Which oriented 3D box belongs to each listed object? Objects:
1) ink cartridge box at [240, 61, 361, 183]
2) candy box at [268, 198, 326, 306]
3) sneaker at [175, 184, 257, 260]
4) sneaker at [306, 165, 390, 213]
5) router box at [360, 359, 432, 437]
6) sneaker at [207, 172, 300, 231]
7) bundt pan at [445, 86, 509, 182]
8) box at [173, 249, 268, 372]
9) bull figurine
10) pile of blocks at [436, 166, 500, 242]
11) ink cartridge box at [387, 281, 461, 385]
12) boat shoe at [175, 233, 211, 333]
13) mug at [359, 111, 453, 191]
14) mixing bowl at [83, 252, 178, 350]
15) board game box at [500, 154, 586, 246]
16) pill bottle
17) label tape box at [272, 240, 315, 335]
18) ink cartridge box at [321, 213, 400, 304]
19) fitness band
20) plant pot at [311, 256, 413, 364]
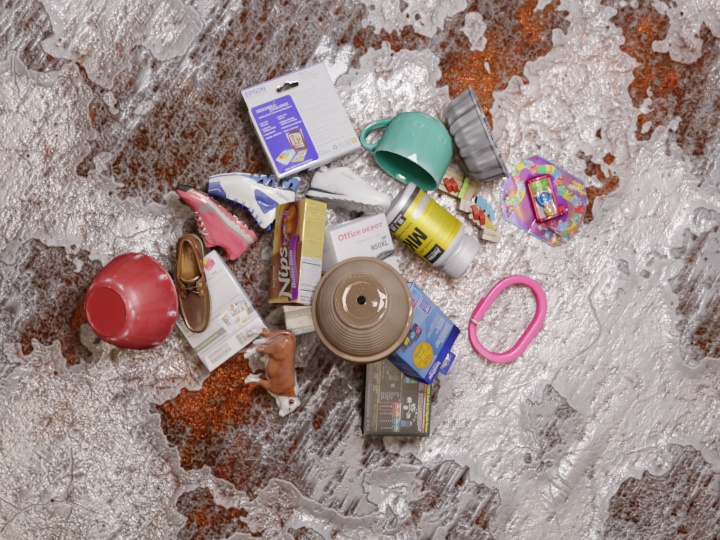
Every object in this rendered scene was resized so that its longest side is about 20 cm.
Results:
[{"bbox_3d":[-0.123,-0.308,1.550,0.195,0.043,0.204,-23,83,-16],"label":"ink cartridge box"},{"bbox_3d":[-0.126,-0.033,1.492,0.055,0.115,0.206,10,82,-36],"label":"candy box"},{"bbox_3d":[-0.304,-0.094,1.527,0.199,0.073,0.088,39,83,-27],"label":"sneaker"},{"bbox_3d":[-0.021,-0.171,1.540,0.196,0.076,0.082,15,79,29],"label":"sneaker"},{"bbox_3d":[0.079,0.252,1.611,0.146,0.062,0.206,3,92,-5],"label":"router box"},{"bbox_3d":[-0.221,-0.140,1.556,0.194,0.081,0.119,1,91,-7],"label":"sneaker"},{"bbox_3d":[0.234,-0.268,1.542,0.074,0.202,0.206,-24,95,15],"label":"bundt pan"},{"bbox_3d":[-0.311,0.084,1.579,0.155,0.041,0.202,-35,96,-3],"label":"box"},{"bbox_3d":[-0.181,0.209,1.566,0.118,0.065,0.205,6,114,2],"label":"bull figurine"},{"bbox_3d":[0.245,-0.144,1.607,0.082,0.062,0.200,-43,96,-2],"label":"pile of blocks"},{"bbox_3d":[0.114,0.134,1.517,0.200,0.076,0.138,43,70,-31],"label":"ink cartridge box"},{"bbox_3d":[-0.345,0.028,1.520,0.070,0.068,0.206,-5,93,-5],"label":"boat shoe"},{"bbox_3d":[0.104,-0.262,1.540,0.183,0.151,0.116,32,79,-18],"label":"mug"},{"bbox_3d":[-0.475,0.071,1.497,0.195,0.108,0.206,2,98,16],"label":"mixing bowl"},{"bbox_3d":[0.407,-0.154,1.631,0.197,0.039,0.161,28,90,-6],"label":"board game box"},{"bbox_3d":[0.148,-0.081,1.575,0.199,0.114,0.115,38,89,-5],"label":"pill bottle"},{"bbox_3d":[-0.103,0.026,1.583,0.140,0.066,0.205,-10,95,-5],"label":"label tape box"},{"bbox_3d":[0.000,0.000,1.532,0.142,0.084,0.205,-20,99,-32],"label":"ink cartridge box"},{"bbox_3d":[0.323,0.105,1.639,0.142,0.037,0.202,36,90,-6],"label":"fitness band"},{"bbox_3d":[0.004,0.066,1.393,0.195,0.093,0.206,0,75,0],"label":"plant pot"}]
